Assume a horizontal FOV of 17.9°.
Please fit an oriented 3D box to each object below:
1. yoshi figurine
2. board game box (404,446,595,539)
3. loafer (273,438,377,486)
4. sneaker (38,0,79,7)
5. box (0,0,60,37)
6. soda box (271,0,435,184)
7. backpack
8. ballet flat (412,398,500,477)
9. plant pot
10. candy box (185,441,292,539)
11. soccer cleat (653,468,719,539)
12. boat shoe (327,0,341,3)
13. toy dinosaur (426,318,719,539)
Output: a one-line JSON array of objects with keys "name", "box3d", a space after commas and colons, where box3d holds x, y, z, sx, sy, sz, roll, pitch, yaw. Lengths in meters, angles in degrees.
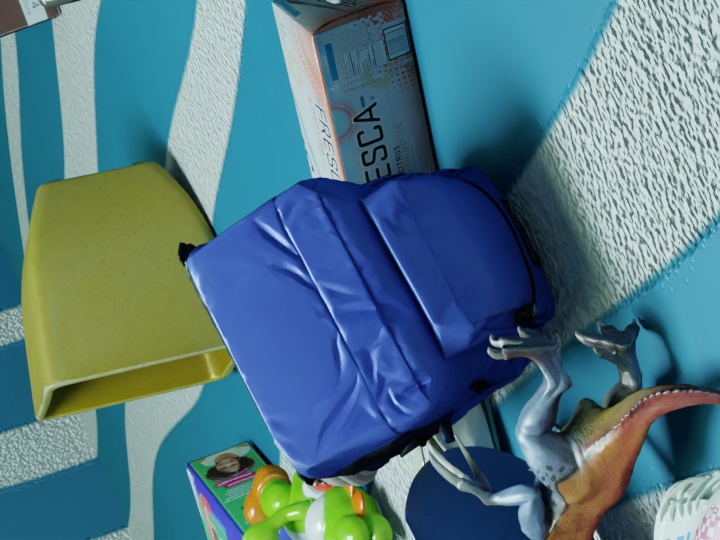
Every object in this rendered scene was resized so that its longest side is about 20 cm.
[{"name": "yoshi figurine", "box3d": [-0.031, 0.229, 1.921, 0.112, 0.112, 0.200, 56, 166, -17]}, {"name": "board game box", "box3d": [0.092, 0.197, 1.335, 0.039, 0.158, 0.200, -45, 63, 33]}, {"name": "loafer", "box3d": [-0.024, 0.105, 1.435, 0.200, 0.063, 0.072, -4, -106, -76]}, {"name": "sneaker", "box3d": [-0.277, -0.308, 2.077, 0.200, 0.076, 0.116, -147, 41, -67]}, {"name": "box", "box3d": [-0.442, -0.322, 2.451, 0.166, 0.164, 0.200, 71, 165, -10]}, {"name": "soda box", "box3d": [0.003, -0.081, 1.427, 0.068, 0.063, 0.200, 45, 152, 55]}, {"name": "backpack", "box3d": [0.025, 0.023, 1.311, 0.163, 0.168, 0.200, 67, -161, 7]}, {"name": "ballet flat", "box3d": [0.076, 0.164, 1.511, 0.200, 0.069, 0.069, 69, 165, -5]}, {"name": "plant pot", "box3d": [-0.229, 0.012, 2.150, 0.196, 0.194, 0.200, 132, 125, -74]}, {"name": "candy box", "box3d": [-0.090, 0.284, 2.239, 0.200, 0.077, 0.169, 36, 144, 62]}, {"name": "soccer cleat", "box3d": [0.174, 0.126, 1.104, 0.086, 0.070, 0.200, 60, 163, 28]}, {"name": "boat shoe", "box3d": [-0.032, -0.210, 1.371, 0.200, 0.060, 0.076, 37, 146, 63]}, {"name": "toy dinosaur", "box3d": [0.101, 0.119, 1.209, 0.200, 0.105, 0.182, -143, 48, -61]}]
